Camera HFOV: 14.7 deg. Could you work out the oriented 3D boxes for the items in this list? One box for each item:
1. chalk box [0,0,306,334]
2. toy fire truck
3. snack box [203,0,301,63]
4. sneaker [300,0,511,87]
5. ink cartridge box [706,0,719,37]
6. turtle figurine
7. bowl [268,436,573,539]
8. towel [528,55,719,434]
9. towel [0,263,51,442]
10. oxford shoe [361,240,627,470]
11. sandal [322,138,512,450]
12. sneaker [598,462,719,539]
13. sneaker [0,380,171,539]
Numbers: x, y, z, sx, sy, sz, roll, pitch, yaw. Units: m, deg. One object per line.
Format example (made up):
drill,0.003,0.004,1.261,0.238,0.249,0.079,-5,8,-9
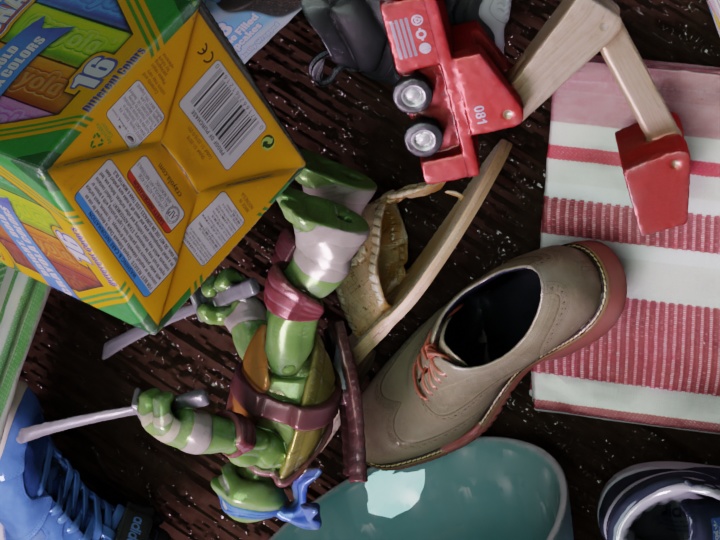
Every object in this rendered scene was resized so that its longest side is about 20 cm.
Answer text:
chalk box,-0.152,-0.074,1.418,0.200,0.124,0.125,20,152,46
toy fire truck,0.086,-0.106,1.422,0.141,0.049,0.200,-12,119,6
snack box,-0.071,-0.179,1.491,0.200,0.037,0.116,-42,131,21
sneaker,0.022,-0.176,1.448,0.114,0.076,0.200,1,122,-7
ink cartridge box,0.243,-0.152,1.375,0.147,0.145,0.200,-20,95,7
turtle figurine,-0.077,0.029,1.470,0.200,0.144,0.194,35,113,26
bowl,0.039,0.191,1.507,0.201,0.201,0.105,-19,114,19
towel,0.168,-0.013,1.503,0.144,0.023,0.200,7,105,12
towel,-0.224,0.059,1.528,0.023,0.153,0.200,26,150,-21
oxford shoe,0.050,0.044,1.503,0.200,0.075,0.071,-42,63,32
sandal,-0.001,0.002,1.522,0.070,0.078,0.212,31,113,-3
sneaker,0.222,0.131,1.453,0.200,0.108,0.070,-5,94,8
sneaker,-0.158,0.136,1.564,0.111,0.077,0.200,13,141,7
